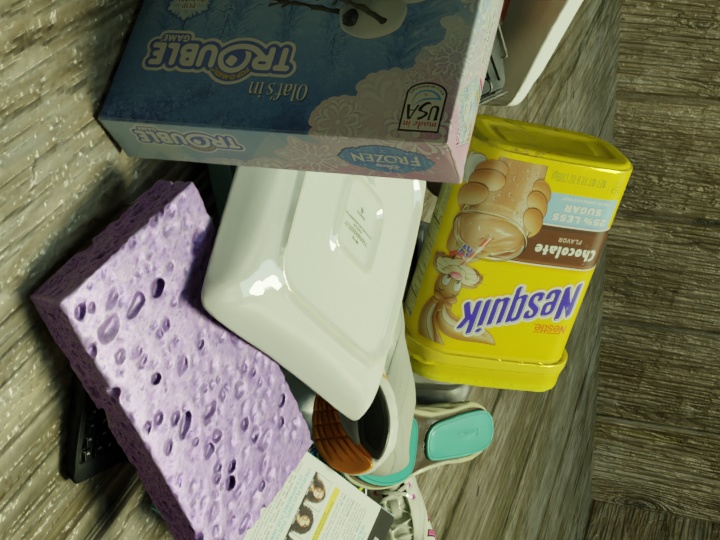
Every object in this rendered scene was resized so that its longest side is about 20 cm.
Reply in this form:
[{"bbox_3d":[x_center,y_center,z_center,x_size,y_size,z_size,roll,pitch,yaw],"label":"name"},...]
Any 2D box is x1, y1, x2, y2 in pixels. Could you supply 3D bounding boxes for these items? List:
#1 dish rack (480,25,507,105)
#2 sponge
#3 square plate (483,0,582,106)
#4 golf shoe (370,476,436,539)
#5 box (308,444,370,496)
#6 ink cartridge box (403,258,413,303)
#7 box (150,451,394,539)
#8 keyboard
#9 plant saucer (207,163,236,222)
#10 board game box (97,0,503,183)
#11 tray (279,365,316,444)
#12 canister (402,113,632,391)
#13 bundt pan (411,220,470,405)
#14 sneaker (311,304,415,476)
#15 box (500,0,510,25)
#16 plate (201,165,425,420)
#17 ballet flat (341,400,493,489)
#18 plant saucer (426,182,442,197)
[{"bbox_3d":[0.043,-0.179,0.887,0.199,0.054,0.154,-28,103,-35],"label":"dish rack"},{"bbox_3d":[-0.097,0.061,0.656,0.112,0.030,0.201,-51,131,-40],"label":"sponge"},{"bbox_3d":[0.150,-0.236,1.115,0.028,0.200,0.199,34,83,-23],"label":"square plate"},{"bbox_3d":[0.028,0.235,1.076,0.200,0.072,0.093,-114,-168,-55],"label":"golf shoe"},{"bbox_3d":[-0.046,0.210,0.945,0.200,0.047,0.195,-27,120,-64],"label":"box"},{"bbox_3d":[0.000,0.000,0.977,0.116,0.067,0.202,13,85,-72],"label":"ink cartridge box"},{"bbox_3d":[-0.054,0.169,0.804,0.200,0.049,0.083,47,63,-48],"label":"box"},{"bbox_3d":[-0.110,0.059,0.709,0.200,0.039,0.105,-24,120,-70],"label":"keyboard"},{"bbox_3d":[-0.083,-0.058,0.751,0.070,0.019,0.201,-87,170,-54],"label":"plant saucer"},{"bbox_3d":[-0.022,-0.150,0.637,0.043,0.198,0.200,58,42,-60],"label":"board game box"},{"bbox_3d":[-0.043,0.025,0.870,0.107,0.022,0.202,21,75,-36],"label":"tray"},{"bbox_3d":[0.119,-0.013,0.923,0.087,0.147,0.201,-115,-143,-58],"label":"canister"},{"bbox_3d":[0.070,0.053,1.092,0.202,0.075,0.204,-172,-90,-85],"label":"bundt pan"},{"bbox_3d":[0.005,0.057,0.858,0.092,0.075,0.202,42,47,-62],"label":"sneaker"},{"bbox_3d":[0.091,-0.346,1.071,0.201,0.097,0.125,72,31,-53],"label":"box"},{"bbox_3d":[-0.012,-0.029,0.731,0.200,0.032,0.201,44,53,-52],"label":"plate"},{"bbox_3d":[0.033,0.140,0.963,0.199,0.069,0.070,5,93,-49],"label":"ballet flat"},{"bbox_3d":[0.050,-0.148,1.015,0.201,0.029,0.201,59,18,-32],"label":"plant saucer"}]
